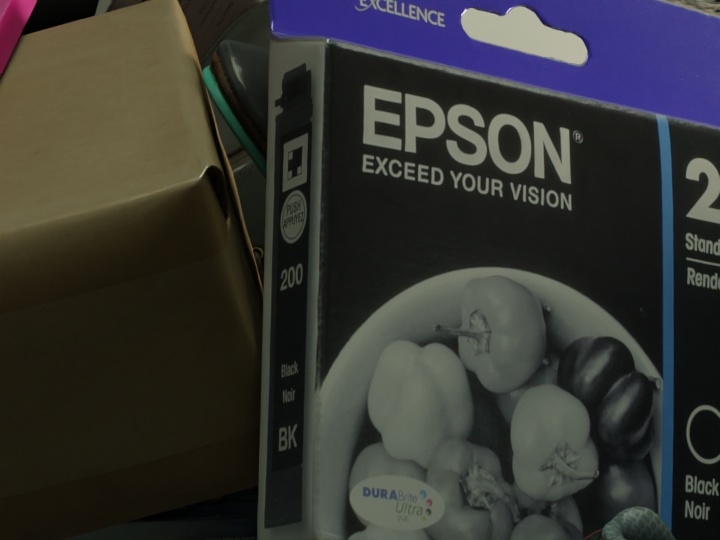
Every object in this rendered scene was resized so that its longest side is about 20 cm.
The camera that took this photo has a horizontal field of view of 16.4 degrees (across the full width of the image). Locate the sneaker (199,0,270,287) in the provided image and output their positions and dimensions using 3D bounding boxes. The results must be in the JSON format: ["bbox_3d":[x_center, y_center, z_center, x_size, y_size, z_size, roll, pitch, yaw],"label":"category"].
[{"bbox_3d":[0.000,0.000,0.927,0.200,0.106,0.075,48,-16,5],"label":"sneaker"}]

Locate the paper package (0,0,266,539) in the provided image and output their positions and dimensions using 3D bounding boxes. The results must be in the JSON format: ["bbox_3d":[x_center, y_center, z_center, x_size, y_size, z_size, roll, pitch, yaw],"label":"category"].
[{"bbox_3d":[-0.133,0.007,0.781,0.199,0.104,0.191,-16,25,-1],"label":"paper package"}]

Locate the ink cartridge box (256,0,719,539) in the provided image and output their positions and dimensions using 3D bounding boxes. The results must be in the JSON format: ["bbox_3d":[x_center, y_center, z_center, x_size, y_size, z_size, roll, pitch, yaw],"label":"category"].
[{"bbox_3d":[0.059,-0.005,0.756,0.198,0.201,0.043,9,-16,-34],"label":"ink cartridge box"}]

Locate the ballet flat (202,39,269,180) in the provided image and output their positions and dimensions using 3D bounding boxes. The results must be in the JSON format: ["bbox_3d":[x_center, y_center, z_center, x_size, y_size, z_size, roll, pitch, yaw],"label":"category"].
[{"bbox_3d":[0.028,-0.008,0.808,0.073,0.200,0.073,-28,27,15],"label":"ballet flat"}]

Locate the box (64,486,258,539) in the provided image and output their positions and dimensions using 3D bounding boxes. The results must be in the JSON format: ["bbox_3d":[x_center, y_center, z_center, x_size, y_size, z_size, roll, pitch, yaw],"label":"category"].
[{"bbox_3d":[-0.064,0.059,0.859,0.137,0.040,0.200,1,19,-22],"label":"box"}]

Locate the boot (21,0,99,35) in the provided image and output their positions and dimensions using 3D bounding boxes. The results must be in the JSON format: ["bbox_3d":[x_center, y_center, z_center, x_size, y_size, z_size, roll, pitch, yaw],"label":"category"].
[{"bbox_3d":[-0.161,-0.070,1.043,0.164,0.066,0.200,5,39,23],"label":"boot"}]

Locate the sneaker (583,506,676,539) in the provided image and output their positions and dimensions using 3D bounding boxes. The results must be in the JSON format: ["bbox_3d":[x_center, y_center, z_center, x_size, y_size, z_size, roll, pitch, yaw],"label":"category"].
[{"bbox_3d":[0.149,0.112,0.698,0.199,0.096,0.079,6,19,-4],"label":"sneaker"}]

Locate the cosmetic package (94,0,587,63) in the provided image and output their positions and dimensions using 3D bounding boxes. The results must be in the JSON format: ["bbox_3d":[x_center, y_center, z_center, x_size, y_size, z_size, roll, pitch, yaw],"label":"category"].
[{"bbox_3d":[0.000,-0.105,1.026,0.200,0.085,0.108,24,51,-13],"label":"cosmetic package"}]

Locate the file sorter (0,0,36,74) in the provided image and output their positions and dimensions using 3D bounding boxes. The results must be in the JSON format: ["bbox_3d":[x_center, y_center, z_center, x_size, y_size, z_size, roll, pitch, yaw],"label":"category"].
[{"bbox_3d":[-0.194,-0.108,0.788,0.139,0.126,0.200,-12,23,7],"label":"file sorter"}]
